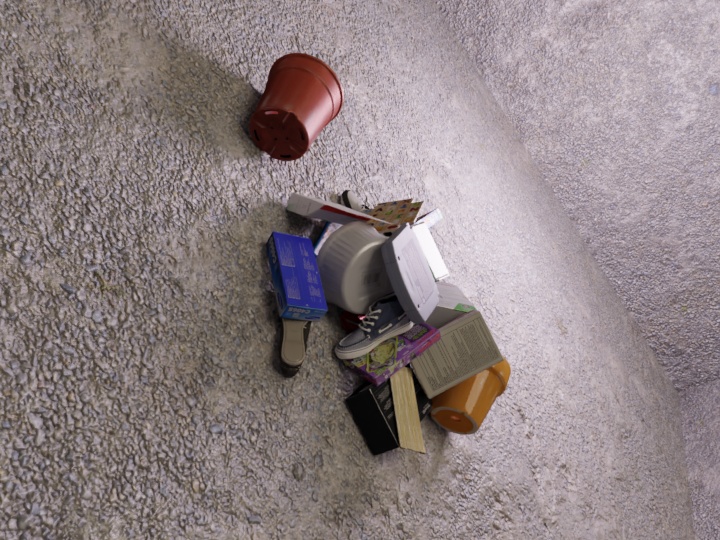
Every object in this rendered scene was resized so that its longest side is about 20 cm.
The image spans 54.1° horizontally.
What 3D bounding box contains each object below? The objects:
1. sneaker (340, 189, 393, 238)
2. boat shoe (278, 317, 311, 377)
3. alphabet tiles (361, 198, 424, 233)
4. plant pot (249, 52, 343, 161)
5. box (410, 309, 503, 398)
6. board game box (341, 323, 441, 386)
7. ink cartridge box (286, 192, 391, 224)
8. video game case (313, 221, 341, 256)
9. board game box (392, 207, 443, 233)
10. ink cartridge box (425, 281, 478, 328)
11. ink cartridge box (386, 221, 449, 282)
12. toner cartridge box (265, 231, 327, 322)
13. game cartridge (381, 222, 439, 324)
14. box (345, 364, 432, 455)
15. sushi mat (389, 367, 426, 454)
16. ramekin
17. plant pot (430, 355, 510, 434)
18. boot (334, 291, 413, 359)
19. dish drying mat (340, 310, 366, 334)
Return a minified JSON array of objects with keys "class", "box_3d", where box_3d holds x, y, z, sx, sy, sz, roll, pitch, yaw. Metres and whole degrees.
[{"class":"sneaker","box_3d":[0.025,-0.135,1.847,0.201,0.080,0.074,53,33,3]},{"class":"boat shoe","box_3d":[-0.137,0.130,1.450,0.066,0.057,0.201,12,43,-7]},{"class":"alphabet tiles","box_3d":[0.066,-0.133,1.729,0.200,0.165,0.006,-60,139,-58]},{"class":"plant pot","box_3d":[-0.161,-0.377,1.676,0.201,0.200,0.196,46,42,-25]},{"class":"box","box_3d":[0.215,0.193,1.656,0.129,0.199,0.109,63,0,1]},{"class":"board game box","box_3d":[0.070,0.173,1.573,0.199,0.120,0.033,-31,121,-28]},{"class":"ink cartridge box","box_3d":[-0.050,-0.125,1.631,0.160,0.199,0.051,10,101,-44]},{"class":"video game case","box_3d":[-0.049,-0.045,1.738,0.143,0.018,0.201,50,33,-19]},{"class":"board game box","box_3d":[0.134,-0.111,1.946,0.035,0.135,0.200,63,30,-5]},{"class":"ink cartridge box","box_3d":[0.202,0.096,1.804,0.144,0.088,0.200,11,19,-14]},{"class":"ink cartridge box","box_3d":[0.091,-0.007,1.710,0.083,0.199,0.148,-20,83,-56]},{"class":"toner cartridge box","box_3d":[-0.136,0.012,1.482,0.094,0.043,0.201,10,45,-29]},{"class":"game cartridge","box_3d":[0.111,0.009,1.560,0.202,0.041,0.133,67,30,-16]},{"class":"box","box_3d":[0.067,0.301,1.585,0.142,0.079,0.200,60,30,1]},{"class":"sushi mat","box_3d":[0.100,0.298,1.552,0.095,0.012,0.202,25,48,-45]},{"class":"ramekin","box_3d":[0.000,0.000,1.587,0.097,0.202,0.200,30,6,42]},{"class":"plant pot","box_3d":[0.261,0.304,1.785,0.200,0.199,0.184,45,51,-25]},{"class":"boot","box_3d":[0.024,0.116,1.570,0.199,0.073,0.091,-26,123,-22]},{"class":"dish drying mat","box_3d":[0.008,0.098,1.710,0.077,0.018,0.200,56,32,-9]}]
